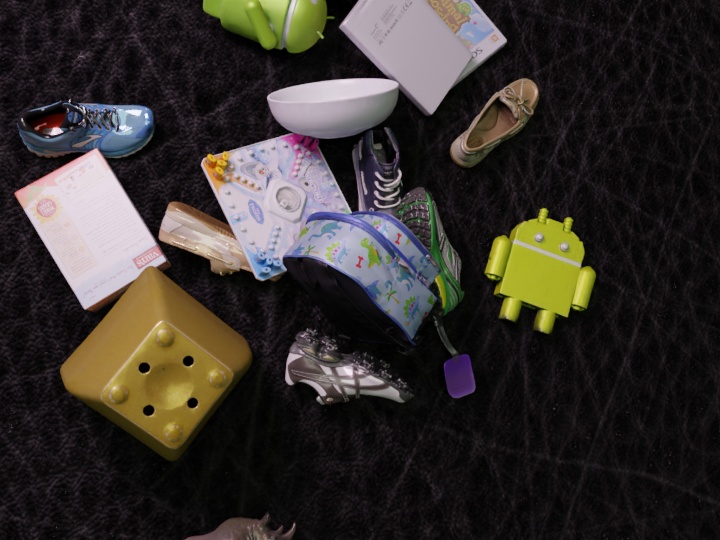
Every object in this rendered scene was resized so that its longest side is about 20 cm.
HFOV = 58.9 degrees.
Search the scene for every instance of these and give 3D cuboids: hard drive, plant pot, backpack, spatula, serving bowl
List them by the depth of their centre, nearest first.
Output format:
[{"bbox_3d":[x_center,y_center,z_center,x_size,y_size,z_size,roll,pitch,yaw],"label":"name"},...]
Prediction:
[{"bbox_3d":[-0.258,0.130,0.838,0.194,0.200,0.196,42,77,-18],"label":"plant pot"},{"bbox_3d":[0.000,0.000,0.900,0.200,0.182,0.148,45,66,-32],"label":"backpack"},{"bbox_3d":[-0.038,-0.243,0.971,0.198,0.200,0.066,-11,115,-10],"label":"serving bowl"},{"bbox_3d":[0.133,0.102,1.011,0.056,0.021,0.201,-14,79,-31],"label":"spatula"},{"bbox_3d":[0.077,-0.365,1.017,0.200,0.027,0.132,39,78,-22],"label":"hard drive"}]

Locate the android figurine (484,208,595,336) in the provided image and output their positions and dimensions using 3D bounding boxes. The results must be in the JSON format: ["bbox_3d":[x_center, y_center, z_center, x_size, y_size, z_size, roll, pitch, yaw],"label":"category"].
[{"bbox_3d":[0.295,-0.001,1.044,0.181,0.041,0.201,21,81,-4],"label":"android figurine"}]

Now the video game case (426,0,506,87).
[{"bbox_3d":[0.123,-0.414,1.089,0.182,0.022,0.200,-40,89,-12],"label":"video game case"}]

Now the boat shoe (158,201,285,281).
[{"bbox_3d":[-0.209,-0.029,0.965,0.199,0.074,0.069,29,102,-11],"label":"boat shoe"}]

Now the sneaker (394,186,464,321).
[{"bbox_3d":[0.108,-0.030,0.984,0.085,0.078,0.202,-22,105,-42],"label":"sneaker"}]

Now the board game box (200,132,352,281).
[{"bbox_3d":[-0.111,-0.110,0.971,0.199,0.026,0.201,-24,85,-33],"label":"board game box"}]

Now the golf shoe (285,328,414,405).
[{"bbox_3d":[-0.019,0.167,0.964,0.199,0.078,0.095,25,96,-2],"label":"golf shoe"}]

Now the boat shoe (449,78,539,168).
[{"bbox_3d":[0.233,-0.250,1.059,0.073,0.063,0.200,42,78,0],"label":"boat shoe"}]

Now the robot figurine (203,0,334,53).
[{"bbox_3d":[-0.142,-0.416,1.003,0.199,0.116,0.176,19,48,-4],"label":"robot figurine"}]

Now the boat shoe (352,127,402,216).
[{"bbox_3d":[0.035,-0.125,0.995,0.074,0.093,0.202,-14,84,-14],"label":"boat shoe"}]

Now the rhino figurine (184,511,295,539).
[{"bbox_3d":[-0.184,0.401,0.903,0.199,0.060,0.088,-20,74,-14],"label":"rhino figurine"}]

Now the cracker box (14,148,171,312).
[{"bbox_3d":[-0.392,-0.058,0.943,0.133,0.058,0.201,-32,86,-11],"label":"cracker box"}]

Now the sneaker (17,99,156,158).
[{"bbox_3d":[-0.406,-0.212,0.948,0.198,0.090,0.079,-10,83,-10],"label":"sneaker"}]
